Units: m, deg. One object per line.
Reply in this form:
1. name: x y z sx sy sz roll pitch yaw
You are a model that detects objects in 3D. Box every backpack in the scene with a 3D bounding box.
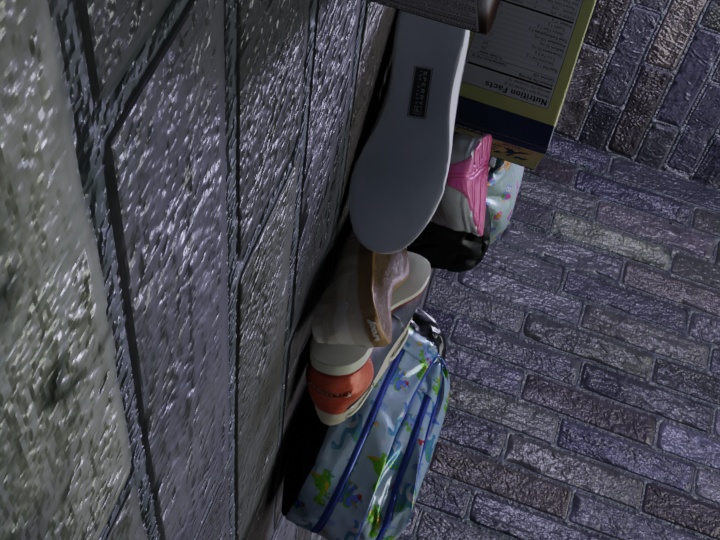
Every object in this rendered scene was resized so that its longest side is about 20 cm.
1. backpack: 0.004 0.151 0.974 0.200 0.153 0.164 -45 173 -46
2. backpack: 0.113 -0.114 1.167 0.167 0.125 0.202 88 18 -65

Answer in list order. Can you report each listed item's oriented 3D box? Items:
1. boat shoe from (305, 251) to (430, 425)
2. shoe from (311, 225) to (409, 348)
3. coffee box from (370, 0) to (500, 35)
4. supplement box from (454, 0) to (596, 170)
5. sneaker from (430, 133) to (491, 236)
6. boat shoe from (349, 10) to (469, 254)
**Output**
1. boat shoe: 0.008 0.049 0.920 0.200 0.070 0.063 -55 150 -52
2. shoe: 0.000 0.000 0.853 0.201 0.053 0.071 -75 144 -64
3. coffee box: 0.032 -0.175 0.432 0.200 0.079 0.115 -21 128 -82
4. supplement box: 0.129 -0.212 0.961 0.200 0.132 0.203 -7 115 -84
5. sneaker: 0.058 -0.073 0.896 0.200 0.087 0.083 -141 -124 -88
6. boat shoe: 0.039 -0.114 0.795 0.066 0.069 0.203 -48 148 -72
